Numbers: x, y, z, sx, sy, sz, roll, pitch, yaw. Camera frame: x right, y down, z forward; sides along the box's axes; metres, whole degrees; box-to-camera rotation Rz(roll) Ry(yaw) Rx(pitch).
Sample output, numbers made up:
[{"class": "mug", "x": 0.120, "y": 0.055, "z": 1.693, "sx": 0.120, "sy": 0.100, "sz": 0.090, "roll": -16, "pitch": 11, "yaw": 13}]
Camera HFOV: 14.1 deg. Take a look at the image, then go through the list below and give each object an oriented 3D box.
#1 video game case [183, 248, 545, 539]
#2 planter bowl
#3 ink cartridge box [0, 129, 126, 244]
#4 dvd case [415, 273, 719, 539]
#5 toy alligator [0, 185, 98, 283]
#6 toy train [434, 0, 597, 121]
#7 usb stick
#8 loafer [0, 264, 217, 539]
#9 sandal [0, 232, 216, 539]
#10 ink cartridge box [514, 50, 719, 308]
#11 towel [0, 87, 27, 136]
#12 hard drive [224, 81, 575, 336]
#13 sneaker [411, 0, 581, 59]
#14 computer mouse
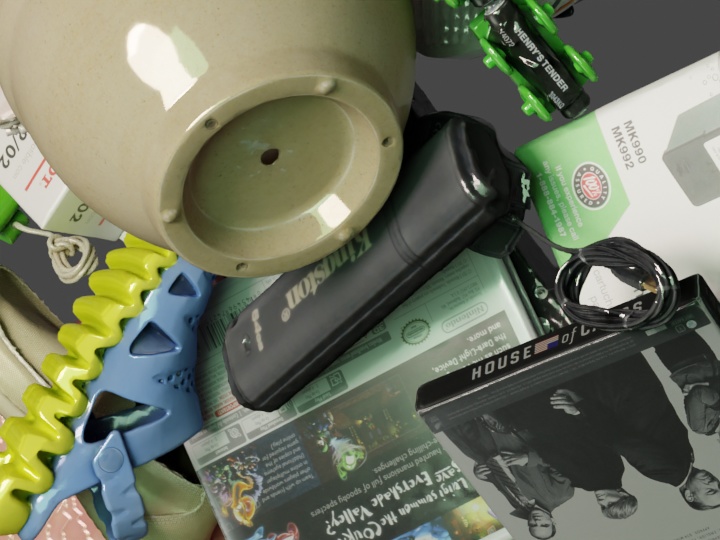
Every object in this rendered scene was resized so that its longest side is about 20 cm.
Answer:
[{"class": "video game case", "x": 0.004, "y": 0.068, "z": 1.442, "sx": 0.199, "sy": 0.023, "sz": 0.182, "roll": -28, "pitch": 81, "yaw": 22}, {"class": "planter bowl", "x": -0.058, "y": -0.082, "z": 1.338, "sx": 0.200, "sy": 0.200, "sz": 0.135, "roll": -45, "pitch": 44, "yaw": 19}, {"class": "ink cartridge box", "x": -0.147, "y": -0.097, "z": 1.495, "sx": 0.200, "sy": 0.068, "sz": 0.115, "roll": 44, "pitch": 109, "yaw": 28}, {"class": "dvd case", "x": 0.140, "y": 0.102, "z": 1.358, "sx": 0.150, "sy": 0.025, "sz": 0.200, "roll": -23, "pitch": 123, "yaw": 23}, {"class": "toy alligator", "x": -0.216, "y": -0.046, "z": 1.530, "sx": 0.200, "sy": 0.054, "sz": 0.059, "roll": 23, "pitch": 70, "yaw": 40}, {"class": "toy train", "x": 0.039, "y": -0.149, "z": 1.339, "sx": 0.042, "sy": 0.056, "sz": 0.200, "roll": -40, "pitch": 108, "yaw": 2}, {"class": "usb stick", "x": 0.000, "y": 0.000, "z": 1.380, "sx": 0.200, "sy": 0.033, "sz": 0.056, "roll": -42, "pitch": 57, "yaw": 38}, {"class": "loafer", "x": -0.138, "y": 0.068, "z": 1.521, "sx": 0.068, "sy": 0.076, "sz": 0.200, "roll": -42, "pitch": 86, "yaw": 19}, {"class": "sandal", "x": -0.114, "y": 0.058, "z": 1.448, "sx": 0.087, "sy": 0.079, "sz": 0.201, "roll": 30, "pitch": 94, "yaw": -16}, {"class": "ink cartridge box", "x": 0.194, "y": -0.033, "z": 1.357, "sx": 0.199, "sy": 0.084, "sz": 0.147, "roll": -26, "pitch": 82, "yaw": 24}, {"class": "towel", "x": -0.122, "y": -0.177, "z": 1.452, "sx": 0.199, "sy": 0.032, "sz": 0.192, "roll": -24, "pitch": 60, "yaw": -2}, {"class": "hard drive", "x": 0.016, "y": 0.003, "z": 1.465, "sx": 0.140, "sy": 0.038, "sz": 0.200, "roll": -42, "pitch": 77, "yaw": 20}, {"class": "sneaker", "x": 0.099, "y": -0.162, "z": 1.404, "sx": 0.200, "sy": 0.079, "sz": 0.079, "roll": -31, "pitch": 76, "yaw": 47}, {"class": "computer mouse", "x": 0.083, "y": -0.022, "z": 1.338, "sx": 0.200, "sy": 0.034, "sz": 0.059, "roll": 36, "pitch": 112, "yaw": 45}]
